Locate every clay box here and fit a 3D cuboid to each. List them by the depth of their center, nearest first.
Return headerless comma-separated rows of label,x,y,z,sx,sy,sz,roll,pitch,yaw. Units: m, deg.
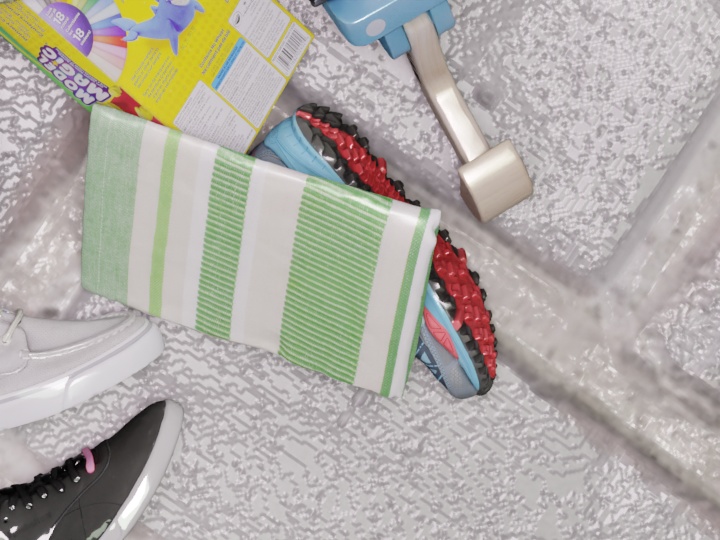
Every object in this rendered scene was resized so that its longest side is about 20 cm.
clay box,-0.130,-0.148,1.666,0.200,0.048,0.115,41,57,-18

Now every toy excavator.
toy excavator,0.026,-0.146,1.706,0.100,0.200,0.195,-31,54,-3

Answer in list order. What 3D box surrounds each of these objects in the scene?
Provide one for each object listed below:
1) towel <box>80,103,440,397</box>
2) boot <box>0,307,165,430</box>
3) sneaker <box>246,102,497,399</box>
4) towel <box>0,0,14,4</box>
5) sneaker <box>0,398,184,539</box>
towel,-0.059,-0.011,1.672,0.199,0.153,0.023,18,49,7
boot,-0.216,0.039,1.698,0.199,0.074,0.096,-20,104,-4
sneaker,0.000,0.000,1.735,0.095,0.079,0.200,-33,104,23
towel,-0.160,-0.218,1.594,0.199,0.036,0.149,-8,82,-13
sneaker,-0.190,0.133,1.712,0.099,0.071,0.200,40,93,-13
